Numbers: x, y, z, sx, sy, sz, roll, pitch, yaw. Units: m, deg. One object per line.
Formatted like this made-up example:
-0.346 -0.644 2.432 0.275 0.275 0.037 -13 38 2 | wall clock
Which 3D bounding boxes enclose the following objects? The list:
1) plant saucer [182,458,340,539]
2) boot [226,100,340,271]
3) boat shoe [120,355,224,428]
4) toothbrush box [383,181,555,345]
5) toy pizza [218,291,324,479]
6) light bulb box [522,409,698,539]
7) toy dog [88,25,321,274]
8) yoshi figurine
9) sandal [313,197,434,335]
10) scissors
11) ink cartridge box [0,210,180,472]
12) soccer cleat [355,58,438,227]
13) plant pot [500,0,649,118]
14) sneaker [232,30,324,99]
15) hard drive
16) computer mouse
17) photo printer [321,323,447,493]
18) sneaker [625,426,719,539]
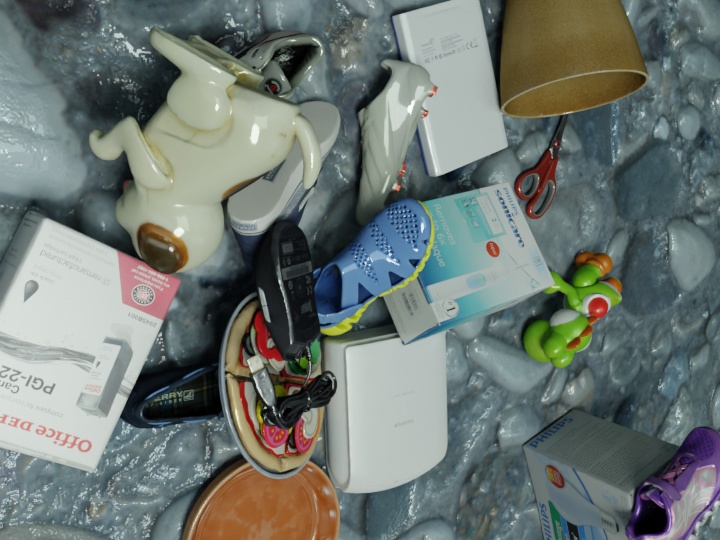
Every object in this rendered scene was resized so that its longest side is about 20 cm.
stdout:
-0.115 0.308 0.890 0.199 0.032 0.202 -6 100 -33 | plant saucer
-0.082 -0.096 0.845 0.200 0.072 0.091 -58 160 -32 | boot
-0.155 0.136 0.814 0.199 0.068 0.085 -16 104 -35 | boat shoe
0.120 -0.012 0.939 0.199 0.085 0.147 -14 77 -35 | toothbrush box
-0.082 0.119 0.818 0.200 0.032 0.201 38 47 -55 | toy pizza
0.365 0.339 1.120 0.124 0.200 0.199 -25 109 -27 | light bulb box
-0.150 -0.095 0.712 0.193 0.140 0.201 30 106 -10 | toy dog
0.301 0.064 1.121 0.200 0.112 0.112 -47 161 -36 | yoshi figurine
0.000 0.000 0.838 0.200 0.080 0.087 -48 155 19 | sandal
0.282 -0.169 1.109 0.073 0.014 0.201 40 73 -29 | scissors
-0.280 0.067 0.712 0.145 0.085 0.201 28 82 -33 | ink cartridge box
0.025 -0.151 0.910 0.077 0.069 0.201 21 92 -4 | soccer cleat
0.261 -0.321 0.989 0.185 0.186 0.201 -4 85 -34 | plant pot
-0.119 -0.188 0.787 0.200 0.088 0.074 -46 120 -19 | sneaker
0.118 -0.237 0.977 0.131 0.025 0.201 -25 110 -29 | hard drive
-0.086 0.057 0.760 0.140 0.046 0.201 -30 111 -63 | computer mouse
0.032 0.171 0.948 0.166 0.069 0.201 -7 100 -33 | photo printer
0.401 0.283 0.973 0.088 0.080 0.201 37 77 -23 | sneaker
